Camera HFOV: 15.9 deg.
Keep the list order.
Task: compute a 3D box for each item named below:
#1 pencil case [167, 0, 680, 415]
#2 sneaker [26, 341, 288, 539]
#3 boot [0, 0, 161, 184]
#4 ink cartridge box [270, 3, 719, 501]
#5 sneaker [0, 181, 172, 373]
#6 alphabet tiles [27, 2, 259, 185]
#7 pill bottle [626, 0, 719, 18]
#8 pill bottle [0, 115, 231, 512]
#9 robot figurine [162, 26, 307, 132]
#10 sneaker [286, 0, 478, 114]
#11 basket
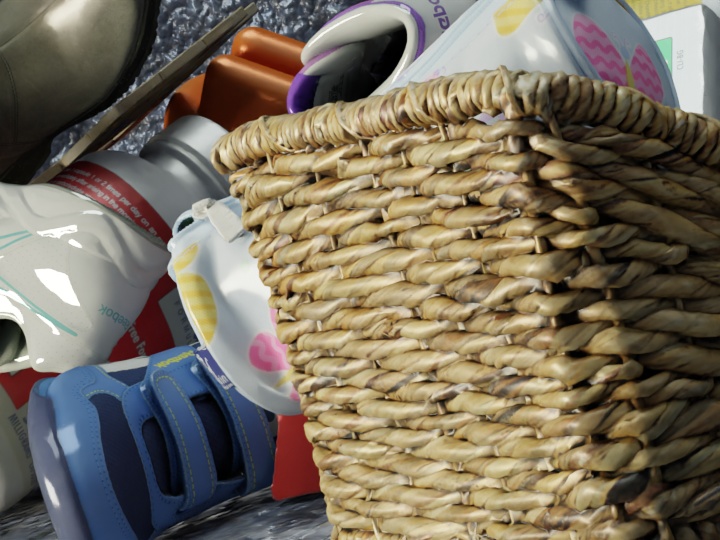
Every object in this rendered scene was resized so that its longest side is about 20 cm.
[{"bbox_3d":[0.022,-0.030,0.938,0.199,0.091,0.083,-35,6,26],"label":"pencil case"},{"bbox_3d":[-0.073,0.064,1.016,0.082,0.075,0.200,-13,7,14],"label":"sneaker"},{"bbox_3d":[-0.184,-0.086,1.198,0.130,0.068,0.200,-13,-26,-47],"label":"boot"},{"bbox_3d":[0.049,-0.007,0.988,0.199,0.162,0.050,-13,-39,22],"label":"ink cartridge box"},{"bbox_3d":[-0.169,-0.004,1.121,0.199,0.081,0.070,18,-10,45],"label":"sneaker"},{"bbox_3d":[-0.134,-0.068,1.322,0.167,0.008,0.200,-42,4,-36],"label":"alphabet tiles"},{"bbox_3d":[0.148,-0.087,1.244,0.199,0.113,0.112,-15,5,18],"label":"pill bottle"},{"bbox_3d":[-0.133,0.015,1.226,0.200,0.113,0.112,-39,14,-25],"label":"pill bottle"},{"bbox_3d":[-0.059,-0.032,1.429,0.116,0.201,0.144,-2,34,-21],"label":"robot figurine"},{"bbox_3d":[0.006,-0.074,1.118,0.114,0.073,0.201,-15,-17,-27],"label":"sneaker"},{"bbox_3d":[0.069,0.000,0.798,0.142,0.150,0.200,-19,5,-28],"label":"basket"}]
